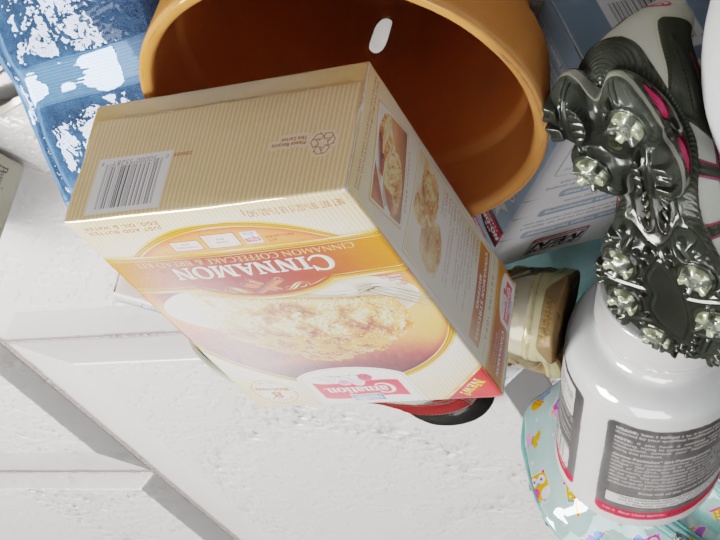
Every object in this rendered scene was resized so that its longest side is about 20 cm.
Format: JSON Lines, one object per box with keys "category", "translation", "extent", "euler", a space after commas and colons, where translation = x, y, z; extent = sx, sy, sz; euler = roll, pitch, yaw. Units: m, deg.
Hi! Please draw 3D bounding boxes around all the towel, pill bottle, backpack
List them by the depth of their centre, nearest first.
{"category": "towel", "translation": [-0.151, -0.125, 0.790], "extent": [0.111, 0.049, 0.201], "euler": [-7, 115, 28]}
{"category": "pill bottle", "translation": [0.177, 0.065, 0.867], "extent": [0.110, 0.111, 0.200], "euler": [7, 146, 9]}
{"category": "backpack", "translation": [0.226, 0.149, 1.093], "extent": [0.199, 0.176, 0.153], "euler": [23, 132, -21]}

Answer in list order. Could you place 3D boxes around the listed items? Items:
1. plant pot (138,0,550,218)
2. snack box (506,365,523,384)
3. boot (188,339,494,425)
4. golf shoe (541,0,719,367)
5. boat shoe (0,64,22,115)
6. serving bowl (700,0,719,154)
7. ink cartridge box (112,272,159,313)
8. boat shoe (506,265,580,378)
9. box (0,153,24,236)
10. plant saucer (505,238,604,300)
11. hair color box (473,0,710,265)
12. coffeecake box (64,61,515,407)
{"category": "plant pot", "translation": [0.003, -0.132, 0.721], "extent": [0.199, 0.141, 0.200], "euler": [9, 150, 5]}
{"category": "snack box", "translation": [0.076, 0.080, 1.131], "extent": [0.071, 0.024, 0.200], "euler": [13, 163, -3]}
{"category": "boot", "translation": [-0.011, 0.066, 1.005], "extent": [0.199, 0.073, 0.144], "euler": [11, 170, 24]}
{"category": "golf shoe", "translation": [0.157, -0.036, 0.699], "extent": [0.077, 0.088, 0.201], "euler": [15, 143, 37]}
{"category": "boat shoe", "translation": [-0.214, -0.133, 0.887], "extent": [0.199, 0.067, 0.057], "euler": [-17, 111, 35]}
{"category": "serving bowl", "translation": [0.222, -0.121, 0.652], "extent": [0.066, 0.200, 0.200], "euler": [36, 172, 44]}
{"category": "ink cartridge box", "translation": [-0.081, 0.023, 1.055], "extent": [0.199, 0.045, 0.176], "euler": [16, 173, -7]}
{"category": "boat shoe", "translation": [0.103, 0.027, 0.916], "extent": [0.064, 0.072, 0.200], "euler": [9, 174, 12]}
{"category": "box", "translation": [-0.358, -0.050, 1.002], "extent": [0.199, 0.129, 0.109], "euler": [28, 146, -28]}
{"category": "plant saucer", "translation": [0.096, -0.014, 0.995], "extent": [0.199, 0.036, 0.200], "euler": [9, 149, 5]}
{"category": "hair color box", "translation": [0.125, -0.080, 0.805], "extent": [0.098, 0.061, 0.200], "euler": [-15, 156, -21]}
{"category": "coffeecake box", "translation": [-0.027, -0.007, 0.732], "extent": [0.153, 0.073, 0.200], "euler": [-6, 147, 26]}
